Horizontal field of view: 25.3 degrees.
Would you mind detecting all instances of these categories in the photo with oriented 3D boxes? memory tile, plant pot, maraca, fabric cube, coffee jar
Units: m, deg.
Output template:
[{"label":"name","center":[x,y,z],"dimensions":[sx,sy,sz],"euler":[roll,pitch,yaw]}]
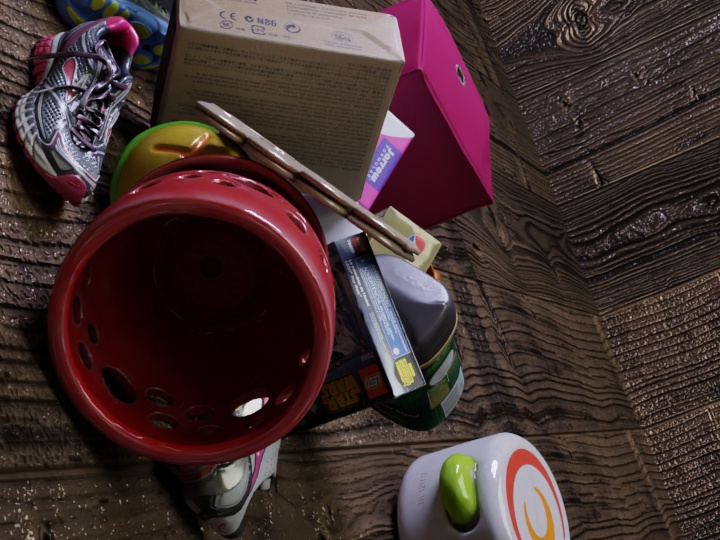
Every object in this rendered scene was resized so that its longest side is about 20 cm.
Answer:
[{"label":"memory tile","center":[-0.039,-0.070,1.269],"dimensions":[0.200,0.017,0.153],"euler":[35,2,9]},{"label":"plant pot","center":[-0.115,0.020,1.181],"dimensions":[0.201,0.200,0.183],"euler":[63,9,-13]},{"label":"maraca","center":[-0.132,-0.026,1.318],"dimensions":[0.107,0.137,0.201],"euler":[150,-77,-69]},{"label":"fabric cube","center":[0.029,-0.167,1.861],"dimensions":[0.197,0.199,0.200],"euler":[60,18,-28]},{"label":"coffee jar","center":[0.036,0.066,1.442],"dimensions":[0.104,0.085,0.200],"euler":[31,-19,20]}]

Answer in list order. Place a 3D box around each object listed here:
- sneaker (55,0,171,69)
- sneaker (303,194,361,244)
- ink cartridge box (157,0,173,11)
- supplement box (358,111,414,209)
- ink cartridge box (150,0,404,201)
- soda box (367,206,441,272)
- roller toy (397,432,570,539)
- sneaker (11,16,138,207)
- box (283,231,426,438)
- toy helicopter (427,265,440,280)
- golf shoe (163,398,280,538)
[{"label":"sneaker","center":[-0.205,-0.239,1.445],"dimensions":[0.200,0.071,0.083],"euler":[27,49,-61]},{"label":"sneaker","center":[-0.047,-0.038,1.538],"dimensions":[0.200,0.075,0.089],"euler":[29,-25,51]},{"label":"ink cartridge box","center":[-0.134,-0.295,1.612],"dimensions":[0.200,0.146,0.085],"euler":[-31,101,-73]},{"label":"supplement box","center":[-0.063,-0.151,1.571],"dimensions":[0.200,0.103,0.101],"euler":[40,69,-24]},{"label":"ink cartridge box","center":[-0.078,-0.155,1.417],"dimensions":[0.075,0.199,0.165],"euler":[-98,-159,-45]},{"label":"soda box","center":[0.000,0.000,1.563],"dimensions":[0.064,0.200,0.068],"euler":[35,70,-12]},{"label":"roller toy","center":[0.127,0.276,1.691],"dimensions":[0.182,0.139,0.201],"euler":[-31,101,-63]},{"label":"sneaker","center":[-0.220,-0.133,1.255],"dimensions":[0.081,0.074,0.200],"euler":[53,22,-40]},{"label":"box","center":[-0.040,0.061,1.367],"dimensions":[0.040,0.200,0.137],"euler":[-19,86,-39]},{"label":"toy helicopter","center":[0.036,0.021,1.754],"dimensions":[0.079,0.132,0.200],"euler":[66,16,-1]},{"label":"golf shoe","center":[-0.100,0.133,1.298],"dimensions":[0.092,0.072,0.200],"euler":[67,25,-23]}]
